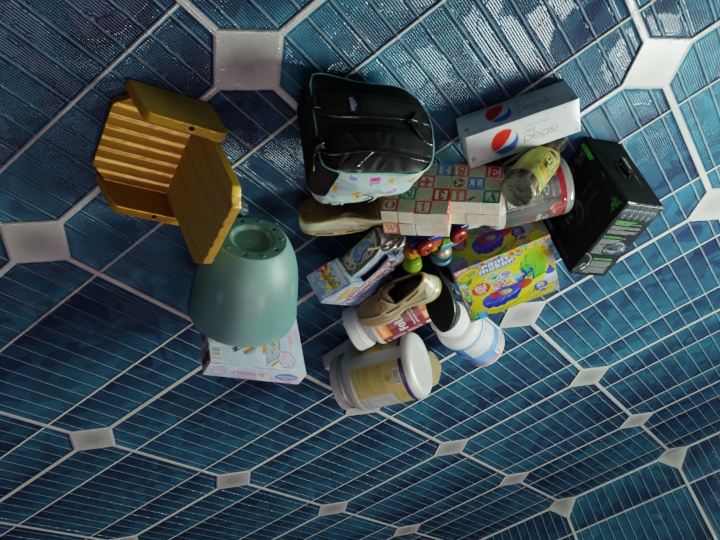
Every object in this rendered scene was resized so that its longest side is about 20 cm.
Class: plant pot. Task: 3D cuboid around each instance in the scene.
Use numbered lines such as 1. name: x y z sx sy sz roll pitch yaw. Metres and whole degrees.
1. plant pot: -0.199 0.006 1.233 0.197 0.202 0.163 0 129 -20

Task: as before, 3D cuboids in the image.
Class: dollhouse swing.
1. dollhouse swing: -0.292 -0.129 1.039 0.180 0.178 0.201 11 136 -31

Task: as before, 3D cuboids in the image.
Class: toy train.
1. toy train: 0.094 -0.039 1.275 0.198 0.085 0.116 -20 147 -18

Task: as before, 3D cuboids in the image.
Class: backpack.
1. backpack: 0.007 -0.194 1.071 0.197 0.178 0.154 -4 158 -16

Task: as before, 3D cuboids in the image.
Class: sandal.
1. sandal: 0.156 0.018 1.379 0.048 0.204 0.075 -11 175 -40

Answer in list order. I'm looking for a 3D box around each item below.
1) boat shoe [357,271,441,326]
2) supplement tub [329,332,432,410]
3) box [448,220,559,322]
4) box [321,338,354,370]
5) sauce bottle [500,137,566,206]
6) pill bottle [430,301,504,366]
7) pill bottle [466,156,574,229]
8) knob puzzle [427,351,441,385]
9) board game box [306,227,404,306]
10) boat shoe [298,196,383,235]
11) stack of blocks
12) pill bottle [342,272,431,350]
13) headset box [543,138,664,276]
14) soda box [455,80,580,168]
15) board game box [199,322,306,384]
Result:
1. boat shoe: 0.062 0.050 1.370 0.199 0.072 0.064 -29 143 31
2. supplement tub: 0.045 0.227 1.543 0.197 0.147 0.145 -16 144 22
3. box: 0.280 -0.023 1.420 0.198 0.123 0.193 -22 141 8
4. box: 0.028 0.216 1.689 0.155 0.042 0.199 -33 138 19
5. sauce bottle: 0.303 -0.182 1.195 0.064 0.200 0.065 21 135 23
6. pill bottle: 0.243 0.139 1.614 0.112 0.113 0.199 -33 138 21
7. pill bottle: 0.280 -0.138 1.287 0.197 0.112 0.111 -13 142 -4
8. knob puzzle: 0.111 0.251 1.705 0.216 0.031 0.221 -11 139 -10
9. board game box: 0.000 0.000 1.331 0.200 0.062 0.199 -41 163 28
10. boat shoe: -0.018 -0.103 1.263 0.197 0.075 0.067 -4 156 -16
11. stack of blocks: 0.142 -0.121 1.197 0.197 0.116 0.059 4 145 13
12. pill bottle: 0.067 0.084 1.479 0.198 0.115 0.114 -28 141 14
13. headset box: 0.446 -0.122 1.314 0.091 0.176 0.201 4 139 -24
14. soda box: 0.265 -0.246 1.181 0.197 0.064 0.069 -19 134 3
15. board game box: -0.212 0.115 1.347 0.197 0.202 0.041 12 136 -31
